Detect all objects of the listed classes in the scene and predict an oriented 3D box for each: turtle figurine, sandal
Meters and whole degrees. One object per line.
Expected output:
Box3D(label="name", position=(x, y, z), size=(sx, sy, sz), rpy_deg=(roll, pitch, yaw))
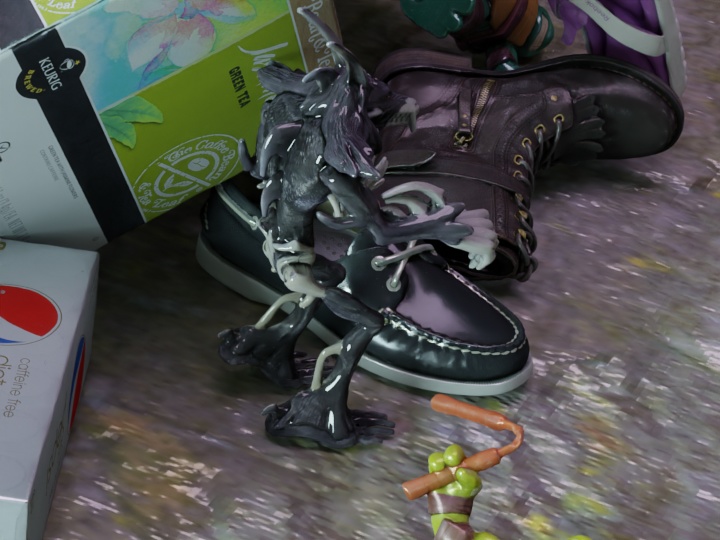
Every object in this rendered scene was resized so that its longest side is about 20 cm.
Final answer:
Box3D(label="turtle figurine", position=(0.046, 0.140, 0.933), size=(0.161, 0.064, 0.200), rpy_deg=(-22, 51, -29))
Box3D(label="sandal", position=(0.140, -0.145, 1.318), size=(0.082, 0.203, 0.050), rpy_deg=(16, 68, 37))
Box3D(label="turtle figurine", position=(0.095, -0.164, 1.404), size=(0.101, 0.150, 0.200), rpy_deg=(-5, -13, 27))

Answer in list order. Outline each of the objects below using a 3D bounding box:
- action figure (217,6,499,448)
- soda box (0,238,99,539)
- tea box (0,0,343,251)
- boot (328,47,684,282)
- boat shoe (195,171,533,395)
Box3D(label="action figure", position=(-0.005, -0.025, 1.058), size=(0.102, 0.200, 0.119), rpy_deg=(-9, 35, -31))
Box3D(label="soda box", position=(-0.163, 0.063, 1.008), size=(0.068, 0.064, 0.200), rpy_deg=(8, 32, -2))
Box3D(label="tea box", position=(-0.124, -0.126, 1.079), size=(0.197, 0.200, 0.134), rpy_deg=(-30, 66, -6))
Box3D(label="boot", position=(0.085, -0.050, 1.267), size=(0.200, 0.069, 0.174), rpy_deg=(4, 36, 0))
Box3D(label="boat shoe", position=(0.000, 0.000, 1.154), size=(0.200, 0.060, 0.076), rpy_deg=(23, 34, 22))
